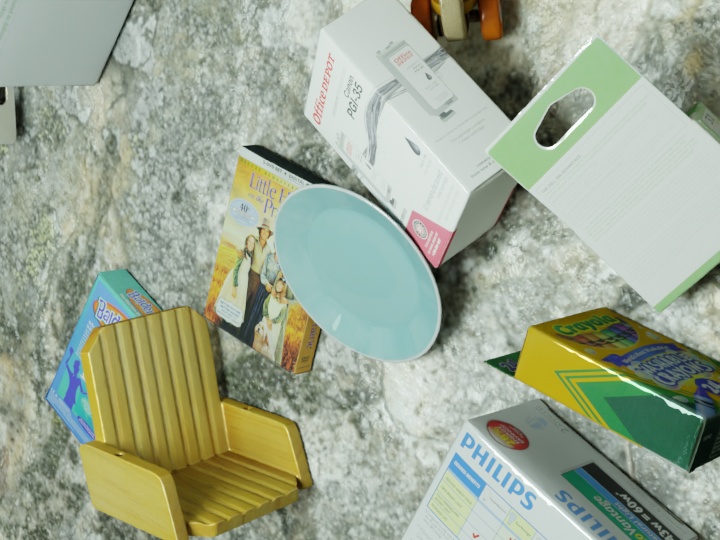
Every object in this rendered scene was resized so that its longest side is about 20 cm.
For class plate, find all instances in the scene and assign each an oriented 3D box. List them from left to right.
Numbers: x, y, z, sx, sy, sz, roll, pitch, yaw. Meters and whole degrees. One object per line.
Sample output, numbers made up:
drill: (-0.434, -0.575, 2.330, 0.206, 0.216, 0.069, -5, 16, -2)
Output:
plate: (0.000, 0.000, 1.313, 0.199, 0.026, 0.201, 26, 138, 26)

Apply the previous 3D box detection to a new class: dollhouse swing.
dollhouse swing: (-0.168, 0.147, 1.402, 0.181, 0.199, 0.177, 13, 107, 38)

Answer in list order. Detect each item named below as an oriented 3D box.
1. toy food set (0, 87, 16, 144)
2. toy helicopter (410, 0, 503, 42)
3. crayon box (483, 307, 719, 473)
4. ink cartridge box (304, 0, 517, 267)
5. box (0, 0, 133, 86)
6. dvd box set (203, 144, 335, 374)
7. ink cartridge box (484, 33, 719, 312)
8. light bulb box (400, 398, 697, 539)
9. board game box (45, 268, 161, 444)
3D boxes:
toy food set: (-0.497, -0.235, 1.725, 0.199, 0.060, 0.145, 9, 103, 47)
toy helicopter: (0.074, -0.300, 1.195, 0.078, 0.132, 0.202, -5, 75, 12)
crayon box: (0.218, 0.086, 1.122, 0.199, 0.125, 0.052, 27, 113, 34)
ink cartridge box: (0.045, -0.125, 1.212, 0.200, 0.083, 0.147, 49, 157, 15)
box: (-0.372, -0.329, 1.505, 0.171, 0.199, 0.200, 45, 121, 23)
dvd box set: (-0.089, -0.012, 1.426, 0.146, 0.029, 0.201, 30, 115, 33)
ink cartridge box: (0.220, -0.081, 1.097, 0.200, 0.048, 0.146, 43, 125, -1)
light bulb box: (0.151, 0.256, 1.205, 0.198, 0.124, 0.201, 41, 120, 29)
board game box: (-0.283, 0.123, 1.600, 0.152, 0.045, 0.201, 45, 122, 26)
